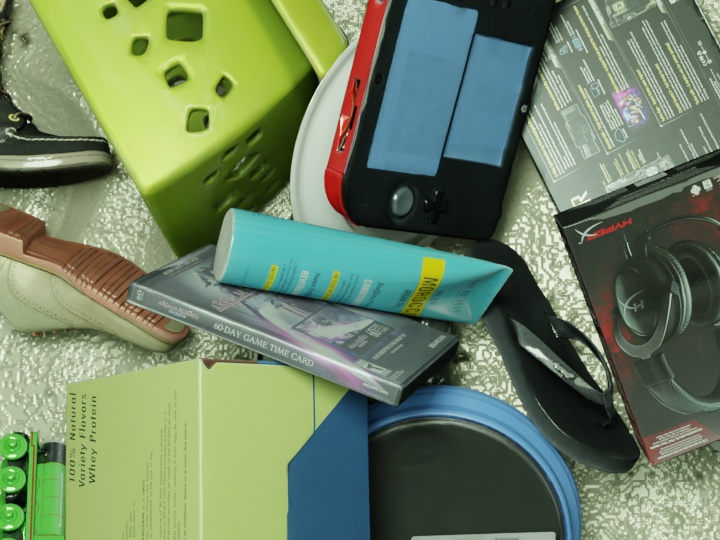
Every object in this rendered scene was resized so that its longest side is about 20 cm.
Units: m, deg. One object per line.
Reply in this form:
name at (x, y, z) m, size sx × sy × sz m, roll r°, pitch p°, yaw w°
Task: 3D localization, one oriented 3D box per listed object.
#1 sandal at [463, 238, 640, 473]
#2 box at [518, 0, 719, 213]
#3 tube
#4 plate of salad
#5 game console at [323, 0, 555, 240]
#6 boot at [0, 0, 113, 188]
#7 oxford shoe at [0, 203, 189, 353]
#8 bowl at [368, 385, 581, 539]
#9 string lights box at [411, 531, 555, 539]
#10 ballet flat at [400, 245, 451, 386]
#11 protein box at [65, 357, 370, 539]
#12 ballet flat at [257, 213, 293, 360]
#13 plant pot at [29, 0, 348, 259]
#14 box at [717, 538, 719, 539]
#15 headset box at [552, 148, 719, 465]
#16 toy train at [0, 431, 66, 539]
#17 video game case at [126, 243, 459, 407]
sandal at (0.134, 0.056, 1.447) m, size 0.043 × 0.076 × 0.201 m, roll -48°, pitch 64°, yaw 35°
box at (0.199, -0.111, 1.494) m, size 0.159 × 0.044 × 0.201 m, roll -27°, pitch 78°, yaw 4°
tube at (0.000, 0.000, 1.409) m, size 0.198 × 0.078 × 0.051 m, roll 10°, pitch 62°, yaw -14°
plate of salad at (0.019, -0.092, 1.456) m, size 0.048 × 0.200 × 0.201 m, roll 28°, pitch 86°, yaw 41°
game console at (0.060, -0.124, 1.417) m, size 0.031 × 0.176 × 0.202 m, roll 24°, pitch 102°, yaw 45°
boot at (-0.283, -0.142, 1.565) m, size 0.198 × 0.073 × 0.152 m, roll 1°, pitch 82°, yaw 15°
oxford shoe at (-0.222, 0.019, 1.541) m, size 0.199 × 0.071 × 0.074 m, roll 28°, pitch 112°, yaw 11°
bowl at (0.057, 0.183, 1.437) m, size 0.198 × 0.039 × 0.203 m, roll 2°, pitch 105°, yaw 6°
string lights box at (0.090, 0.286, 1.408) m, size 0.102 × 0.059 × 0.202 m, roll -3°, pitch 104°, yaw 8°
ballet flat at (0.053, 0.083, 1.488) m, size 0.056 × 0.066 × 0.202 m, roll 0°, pitch 87°, yaw -21°
protein box at (-0.101, 0.169, 1.402) m, size 0.134 × 0.199 × 0.201 m, roll 5°, pitch 80°, yaw -34°
ballet flat at (-0.045, 0.041, 1.498) m, size 0.067 × 0.068 × 0.202 m, roll 3°, pitch 82°, yaw 11°
plant pot at (-0.112, -0.151, 1.478) m, size 0.181 × 0.199 × 0.201 m, roll -31°, pitch 76°, yaw -4°
box at (0.274, 0.244, 1.401) m, size 0.199 × 0.097 × 0.125 m, roll -38°, pitch 78°, yaw 1°
headset box at (0.239, 0.031, 1.425) m, size 0.147 × 0.077 × 0.202 m, roll -20°, pitch 97°, yaw 4°
toy train at (-0.238, 0.203, 1.480) m, size 0.056 × 0.042 × 0.202 m, roll 0°, pitch 53°, yaw -5°
video game case at (-0.043, 0.034, 1.391) m, size 0.198 × 0.143 × 0.019 m, roll 21°, pitch 107°, yaw 13°
